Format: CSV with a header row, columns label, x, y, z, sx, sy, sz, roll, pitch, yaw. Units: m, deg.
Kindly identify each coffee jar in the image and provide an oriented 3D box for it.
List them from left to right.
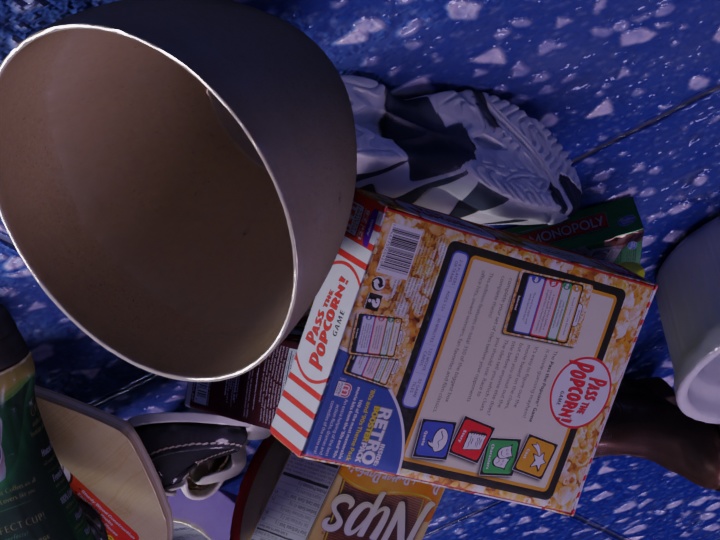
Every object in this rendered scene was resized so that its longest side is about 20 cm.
label,x,y,z,sx,sy,sz,roll,pitch,yaw
coffee jar,-0.235,0.127,1.444,0.103,0.202,0.085,-18,-172,4

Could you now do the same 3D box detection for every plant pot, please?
label,x,y,z,sx,sy,sz,roll,pitch,yaw
plant pot,-0.078,-0.063,1.201,0.134,0.200,0.200,-42,177,-44

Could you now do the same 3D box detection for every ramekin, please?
label,x,y,z,sx,sy,sz,roll,pitch,yaw
ramekin,0.309,0.023,1.658,0.199,0.098,0.201,-13,154,-6

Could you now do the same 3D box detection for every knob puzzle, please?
label,x,y,z,sx,sy,sz,roll,pitch,yaw
knob puzzle,-0.201,0.139,1.552,0.218,0.031,0.221,17,134,18

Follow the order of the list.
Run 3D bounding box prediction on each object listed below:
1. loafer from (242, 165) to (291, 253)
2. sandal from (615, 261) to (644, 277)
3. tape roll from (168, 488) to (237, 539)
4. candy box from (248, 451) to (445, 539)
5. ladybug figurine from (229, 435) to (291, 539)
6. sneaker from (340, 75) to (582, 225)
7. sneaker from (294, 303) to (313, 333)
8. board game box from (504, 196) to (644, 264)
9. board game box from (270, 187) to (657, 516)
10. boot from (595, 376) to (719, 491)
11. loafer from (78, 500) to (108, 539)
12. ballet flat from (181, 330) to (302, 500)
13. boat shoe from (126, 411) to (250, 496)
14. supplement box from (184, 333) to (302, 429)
label,x,y,z,sx,sy,sz,roll,pitch,yaw
loafer,-0.088,-0.015,1.335,0.072,0.063,0.199,40,144,-28
sandal,0.144,0.034,1.565,0.086,0.080,0.200,14,161,9
tape roll,-0.133,0.264,1.755,0.199,0.201,0.085,-27,153,21
candy box,0.002,0.148,1.605,0.055,0.201,0.115,12,160,41
ladybug figurine,-0.034,0.159,1.664,0.072,0.201,0.136,12,155,42
sneaker,0.026,-0.044,1.386,0.198,0.080,0.130,4,148,-36
sneaker,0.000,0.000,1.477,0.198,0.078,0.082,1,157,-17
board game box,0.129,0.022,1.631,0.133,0.029,0.200,-14,154,-4
board game box,0.062,0.051,1.348,0.199,0.046,0.153,16,98,-31
boot,0.166,0.138,1.752,0.198,0.065,0.186,-7,-166,-16
loafer,-0.271,0.169,1.544,0.198,0.072,0.073,15,134,18
ballet flat,-0.085,0.102,1.621,0.069,0.070,0.200,-1,150,-29
boat shoe,-0.153,0.134,1.586,0.199,0.061,0.074,-12,162,37
supplement box,-0.021,0.075,1.460,0.108,0.061,0.200,9,180,-30
